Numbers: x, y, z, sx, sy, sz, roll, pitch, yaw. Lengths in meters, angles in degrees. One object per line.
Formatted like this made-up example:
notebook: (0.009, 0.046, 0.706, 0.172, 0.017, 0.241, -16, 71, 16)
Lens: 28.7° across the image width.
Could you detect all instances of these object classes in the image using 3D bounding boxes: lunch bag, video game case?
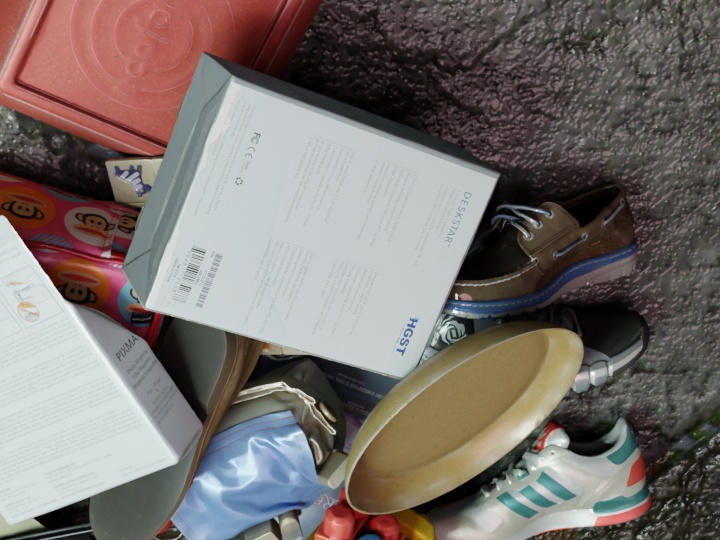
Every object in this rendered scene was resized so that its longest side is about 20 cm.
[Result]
lunch bag: (-0.240, 0.025, 0.990, 0.199, 0.082, 0.177, 15, 126, -9)
video game case: (-0.048, 0.138, 1.138, 0.142, 0.019, 0.201, 23, 112, -22)

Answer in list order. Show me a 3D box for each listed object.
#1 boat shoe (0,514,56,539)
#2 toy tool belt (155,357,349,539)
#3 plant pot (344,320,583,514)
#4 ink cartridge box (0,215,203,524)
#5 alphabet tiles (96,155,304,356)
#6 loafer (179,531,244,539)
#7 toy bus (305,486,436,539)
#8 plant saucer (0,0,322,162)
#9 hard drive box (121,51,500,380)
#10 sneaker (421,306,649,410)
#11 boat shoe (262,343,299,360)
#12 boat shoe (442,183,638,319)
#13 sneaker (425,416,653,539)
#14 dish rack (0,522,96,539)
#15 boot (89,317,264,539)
boat shoe: (-0.267, 0.228, 1.124, 0.074, 0.063, 0.202, -42, 120, -10)
toy tool belt: (-0.094, 0.162, 1.060, 0.199, 0.123, 0.125, -32, 120, 9)
plant pot: (0.069, 0.100, 0.997, 0.199, 0.028, 0.201, -27, 150, -17)
ink cartridge box: (-0.224, 0.064, 0.944, 0.162, 0.057, 0.201, -22, 106, 28)
alphabet tiles: (-0.132, -0.007, 1.006, 0.199, 0.008, 0.168, -2, 123, 11)
loafer: (-0.159, 0.283, 1.164, 0.076, 0.068, 0.200, 29, 117, -24)
toy bus: (0.002, 0.243, 1.094, 0.135, 0.200, 0.193, 16, 117, 18)
plant saucer: (-0.138, -0.162, 0.937, 0.199, 0.037, 0.200, 22, 113, -21)
hard drive box: (-0.033, -0.032, 0.920, 0.199, 0.077, 0.157, 18, 102, -26)
sneaker: (0.124, 0.040, 1.084, 0.199, 0.075, 0.116, -19, 110, -8)
boat shoe: (0.000, 0.000, 1.033, 0.200, 0.068, 0.072, -37, 116, 8)
boat shoe: (0.123, -0.019, 1.027, 0.199, 0.072, 0.073, -19, 113, -40)
sneaker: (0.142, 0.173, 1.176, 0.198, 0.070, 0.094, -10, 104, -3)
dish rack: (-0.241, 0.303, 1.100, 0.152, 0.055, 0.201, -7, 112, -25)
boot: (-0.126, 0.118, 1.008, 0.201, 0.073, 0.075, -61, 157, 14)
